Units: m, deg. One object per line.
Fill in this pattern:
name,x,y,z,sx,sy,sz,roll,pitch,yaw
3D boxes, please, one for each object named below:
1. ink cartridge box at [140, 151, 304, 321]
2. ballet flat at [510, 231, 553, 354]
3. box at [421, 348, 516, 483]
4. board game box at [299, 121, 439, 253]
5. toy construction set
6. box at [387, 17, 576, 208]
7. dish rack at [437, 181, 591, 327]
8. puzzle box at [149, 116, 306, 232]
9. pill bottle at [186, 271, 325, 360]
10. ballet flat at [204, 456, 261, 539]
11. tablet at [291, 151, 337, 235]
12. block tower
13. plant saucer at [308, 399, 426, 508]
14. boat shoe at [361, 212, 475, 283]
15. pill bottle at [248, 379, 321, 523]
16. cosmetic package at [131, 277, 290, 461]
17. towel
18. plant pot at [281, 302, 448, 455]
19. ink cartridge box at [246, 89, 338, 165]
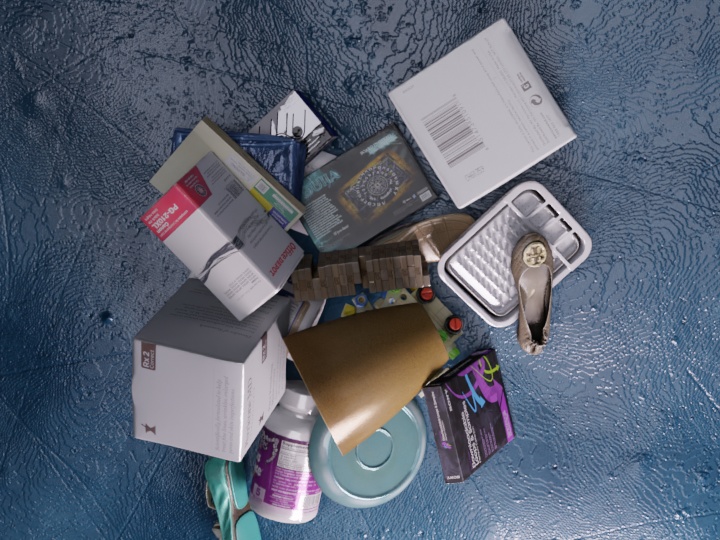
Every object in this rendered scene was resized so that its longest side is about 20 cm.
ink cartridge box,-0.188,-0.049,1.592,0.084,0.145,0.200,-39,100,25
ballet flat,0.256,0.039,1.680,0.067,0.046,0.201,-8,119,-10
box,0.162,0.210,1.674,0.036,0.200,0.144,-11,97,33
board game box,0.000,-0.115,1.721,0.199,0.028,0.136,-31,87,4
toy construction set,0.077,0.093,1.722,0.131,0.092,0.200,-42,97,-9
box,0.176,-0.224,1.649,0.199,0.131,0.200,-32,92,9
dish rack,0.223,-0.028,1.689,0.200,0.044,0.172,-43,118,10
puzzle box,-0.193,-0.109,1.662,0.200,0.025,0.133,43,114,-8
pill bottle,-0.162,0.047,1.738,0.199,0.111,0.111,26,100,3
ballet flat,-0.207,0.386,1.819,0.070,0.067,0.201,-7,97,33
tablet,-0.089,-0.125,1.756,0.199,0.014,0.131,21,100,5
block tower,0.000,0.000,1.673,0.199,0.054,0.058,-6,115,3
plant saucer,0.017,0.267,1.735,0.199,0.027,0.202,-4,99,-24
boat shoe,0.078,-0.043,1.718,0.199,0.065,0.072,-24,115,10
pill bottle,-0.102,0.276,1.759,0.112,0.112,0.201,12,98,6
cosmetic package,-0.208,0.136,1.615,0.164,0.200,0.166,11,118,11
towel,-0.183,-0.148,1.689,0.199,0.049,0.112,6,99,9
plant pot,0.018,0.133,1.618,0.199,0.186,0.187,-27,93,-4
ink cartridge box,-0.139,-0.171,1.726,0.200,0.044,0.094,-41,89,11
